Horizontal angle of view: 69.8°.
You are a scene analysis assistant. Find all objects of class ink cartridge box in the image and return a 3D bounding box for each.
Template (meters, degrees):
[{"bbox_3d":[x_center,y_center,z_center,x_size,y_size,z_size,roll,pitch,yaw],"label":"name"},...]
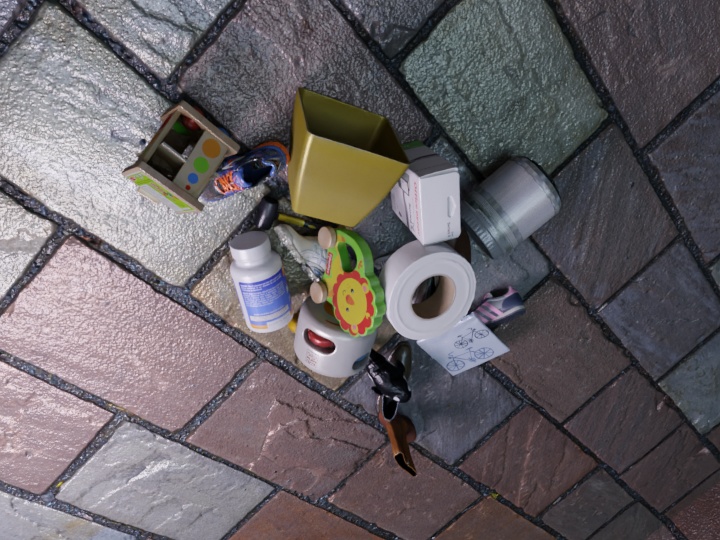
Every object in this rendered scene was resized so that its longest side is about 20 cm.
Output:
[{"bbox_3d":[0.126,-0.164,1.060,0.083,0.200,0.147,-14,121,-9],"label":"ink cartridge box"}]

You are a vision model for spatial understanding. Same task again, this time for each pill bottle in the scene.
[{"bbox_3d":[-0.215,0.023,1.110,0.111,0.112,0.202,-14,121,-9],"label":"pill bottle"}]

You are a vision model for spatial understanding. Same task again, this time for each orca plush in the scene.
[{"bbox_3d":[0.065,0.242,1.286,0.104,0.071,0.202,-22,82,-17],"label":"orca plush"}]

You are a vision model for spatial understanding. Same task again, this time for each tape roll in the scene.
[{"bbox_3d":[0.135,0.040,1.059,0.200,0.071,0.205,-10,118,-18],"label":"tape roll"}]

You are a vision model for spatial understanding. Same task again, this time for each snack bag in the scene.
[{"bbox_3d":[0.268,0.199,1.370,0.188,0.022,0.200,-31,127,27],"label":"snack bag"}]

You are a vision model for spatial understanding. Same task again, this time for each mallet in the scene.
[{"bbox_3d":[-0.135,-0.096,1.118,0.198,0.041,0.066,21,112,-30],"label":"mallet"}]

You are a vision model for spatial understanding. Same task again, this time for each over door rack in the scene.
[{"bbox_3d":[0.144,0.007,1.238,0.198,0.067,0.149,-23,123,-4],"label":"over door rack"}]

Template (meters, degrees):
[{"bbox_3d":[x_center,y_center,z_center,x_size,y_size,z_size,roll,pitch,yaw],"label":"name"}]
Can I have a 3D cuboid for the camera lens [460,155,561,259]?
[{"bbox_3d":[0.331,-0.143,1.158,0.199,0.160,0.160,-39,122,6],"label":"camera lens"}]

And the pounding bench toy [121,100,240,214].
[{"bbox_3d":[-0.337,-0.205,0.951,0.124,0.199,0.157,37,71,-32],"label":"pounding bench toy"}]

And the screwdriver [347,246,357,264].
[{"bbox_3d":[0.000,0.000,1.215,0.029,0.028,0.201,-7,126,22],"label":"screwdriver"}]

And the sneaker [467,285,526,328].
[{"bbox_3d":[0.329,0.107,1.359,0.198,0.083,0.070,-22,155,16],"label":"sneaker"}]

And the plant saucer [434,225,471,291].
[{"bbox_3d":[0.218,-0.021,1.181,0.036,0.201,0.202,3,126,27],"label":"plant saucer"}]

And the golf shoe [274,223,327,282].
[{"bbox_3d":[-0.110,-0.053,1.121,0.097,0.078,0.200,-47,141,-8],"label":"golf shoe"}]

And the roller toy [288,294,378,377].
[{"bbox_3d":[-0.060,0.147,1.183,0.197,0.183,0.141,5,119,-19],"label":"roller toy"}]

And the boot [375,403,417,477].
[{"bbox_3d":[0.124,0.471,1.406,0.068,0.200,0.189,-30,122,2],"label":"boot"}]

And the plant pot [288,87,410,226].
[{"bbox_3d":[-0.048,-0.205,1.001,0.198,0.201,0.177,12,127,-22],"label":"plant pot"}]

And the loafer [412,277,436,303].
[{"bbox_3d":[0.145,0.027,1.174,0.072,0.062,0.202,24,80,-62],"label":"loafer"}]

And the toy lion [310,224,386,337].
[{"bbox_3d":[-0.018,0.027,1.060,0.068,0.191,0.202,-10,119,-41],"label":"toy lion"}]

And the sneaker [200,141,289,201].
[{"bbox_3d":[-0.234,-0.186,0.997,0.198,0.079,0.076,-24,117,16],"label":"sneaker"}]

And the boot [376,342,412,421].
[{"bbox_3d":[0.096,0.294,1.347,0.074,0.097,0.202,15,101,-5],"label":"boot"}]
